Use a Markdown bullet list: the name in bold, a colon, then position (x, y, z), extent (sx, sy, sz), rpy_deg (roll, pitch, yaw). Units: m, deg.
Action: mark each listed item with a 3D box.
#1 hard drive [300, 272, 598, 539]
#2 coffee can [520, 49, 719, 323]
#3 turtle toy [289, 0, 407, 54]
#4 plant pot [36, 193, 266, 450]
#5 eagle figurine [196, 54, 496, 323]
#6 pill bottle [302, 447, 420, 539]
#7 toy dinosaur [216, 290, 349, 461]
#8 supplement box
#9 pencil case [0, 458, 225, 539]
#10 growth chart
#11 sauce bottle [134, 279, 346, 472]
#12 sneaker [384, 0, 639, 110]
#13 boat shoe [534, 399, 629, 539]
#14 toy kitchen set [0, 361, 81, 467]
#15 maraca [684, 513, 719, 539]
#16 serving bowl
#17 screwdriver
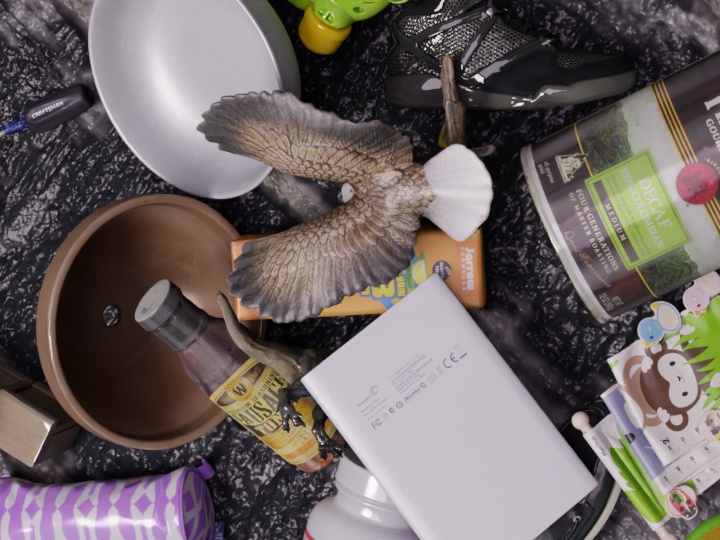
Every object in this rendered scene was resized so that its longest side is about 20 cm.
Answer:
- **hard drive**: position (0.067, 0.121, 1.186), extent (0.132, 0.025, 0.201), rpy_deg (-37, 86, -9)
- **coffee can**: position (0.237, -0.068, 1.156), extent (0.199, 0.146, 0.148), rpy_deg (-26, 88, 15)
- **turtle toy**: position (-0.033, -0.277, 1.226), extent (0.200, 0.101, 0.146), rpy_deg (42, 129, 6)
- **plant pot**: position (-0.181, 0.039, 1.276), extent (0.092, 0.199, 0.203), rpy_deg (3, 97, 53)
- **eagle figurine**: position (-0.007, -0.058, 1.165), extent (0.198, 0.152, 0.153), rpy_deg (-11, 58, -18)
- **pill bottle**: position (0.000, 0.250, 1.261), extent (0.108, 0.109, 0.202), rpy_deg (16, 98, 12)
- **toy dinosaur**: position (-0.037, 0.091, 1.225), extent (0.047, 0.199, 0.089), rpy_deg (-31, 46, 41)
- **supplement box**: position (0.000, 0.000, 1.248), extent (0.197, 0.069, 0.067), rpy_deg (-4, 94, 2)
- **pencil case**: position (-0.219, 0.205, 1.328), extent (0.198, 0.084, 0.086), rpy_deg (-6, 58, 12)
- **growth chart**: position (0.258, 0.093, 1.205), extent (0.200, 0.018, 0.145), rpy_deg (-42, 88, -6)
- **sauce bottle**: position (-0.094, 0.083, 1.247), extent (0.066, 0.066, 0.200), rpy_deg (-44, 116, 13)
- **sneaker**: position (0.115, -0.180, 1.213), extent (0.197, 0.076, 0.116), rpy_deg (4, 102, 19)
- **boat shoe**: position (0.140, 0.188, 1.233), extent (0.201, 0.066, 0.075), rpy_deg (-60, 41, 17)
- **toy kitchen set**: position (-0.320, 0.042, 1.295), extent (0.199, 0.163, 0.182), rpy_deg (29, 101, 10)
- **maraca**: position (0.294, 0.277, 1.192), extent (0.135, 0.107, 0.203), rpy_deg (3, 100, 7)
- **serving bowl**: position (-0.122, -0.162, 1.256), extent (0.198, 0.066, 0.202), rpy_deg (20, 127, 27)
- **screwdriver**: position (-0.318, -0.116, 1.349), extent (0.198, 0.028, 0.029), rpy_deg (-18, 119, 11)
